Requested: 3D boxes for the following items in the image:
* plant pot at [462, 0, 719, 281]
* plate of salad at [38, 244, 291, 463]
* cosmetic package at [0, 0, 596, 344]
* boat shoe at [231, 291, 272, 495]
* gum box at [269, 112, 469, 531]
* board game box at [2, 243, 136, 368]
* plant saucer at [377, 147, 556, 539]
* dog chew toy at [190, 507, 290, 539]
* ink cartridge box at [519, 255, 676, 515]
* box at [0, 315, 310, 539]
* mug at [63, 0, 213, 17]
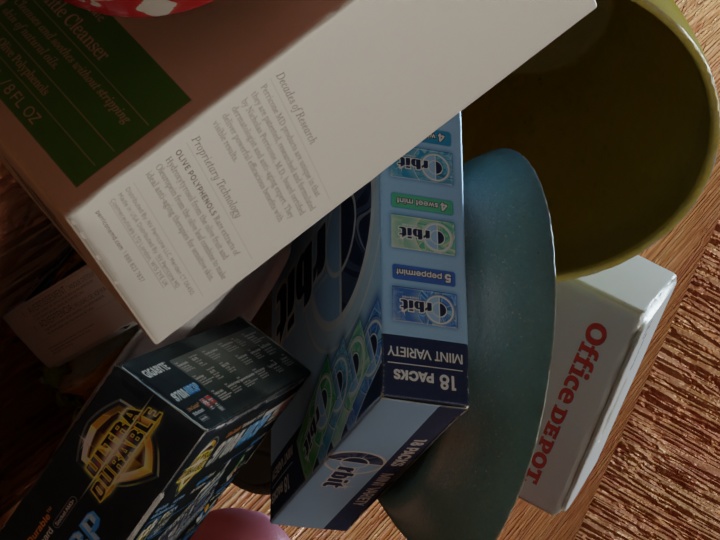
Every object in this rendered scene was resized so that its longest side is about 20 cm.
[{"bbox_3d":[0.092,-0.114,1.166,0.142,0.199,0.201,-84,-172,-51],"label":"plant pot"},{"bbox_3d":[-0.093,0.029,0.982,0.200,0.048,0.200,-53,174,-7],"label":"plate of salad"},{"bbox_3d":[-0.031,-0.084,0.733,0.200,0.108,0.085,-40,143,-8],"label":"cosmetic package"},{"bbox_3d":[-0.031,0.033,1.202,0.076,0.071,0.201,-61,172,-61],"label":"boat shoe"},{"bbox_3d":[0.000,0.000,1.000,0.170,0.044,0.201,128,-35,-59],"label":"gum box"},{"bbox_3d":[-0.055,-0.049,0.896,0.126,0.035,0.200,-26,-160,50],"label":"board game box"},{"bbox_3d":[0.037,0.039,0.999,0.200,0.036,0.201,-171,-90,-74],"label":"plant saucer"},{"bbox_3d":[-0.096,0.216,1.212,0.125,0.124,0.200,104,11,-45],"label":"dog chew toy"},{"bbox_3d":[0.068,0.031,1.264,0.083,0.199,0.147,-37,152,-60],"label":"ink cartridge box"},{"bbox_3d":[-0.101,0.103,0.896,0.159,0.046,0.200,-54,174,10],"label":"box"},{"bbox_3d":[-0.095,-0.152,0.579,0.200,0.177,0.134,73,10,-76],"label":"mug"}]
